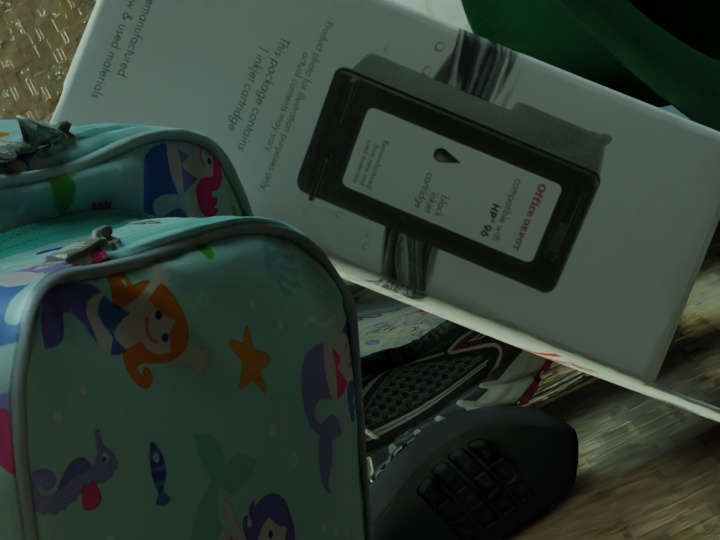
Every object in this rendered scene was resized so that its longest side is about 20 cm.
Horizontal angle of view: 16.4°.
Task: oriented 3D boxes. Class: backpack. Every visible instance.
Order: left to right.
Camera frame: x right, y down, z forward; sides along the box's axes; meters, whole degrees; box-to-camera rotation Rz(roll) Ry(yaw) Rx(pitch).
[{"bbox_3d":[-0.079,0.054,0.529,0.150,0.178,0.200,-1,12,19],"label":"backpack"}]

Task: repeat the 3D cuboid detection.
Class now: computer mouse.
[{"bbox_3d":[-0.023,0.087,0.690,0.200,0.034,0.059,-29,7,-24],"label":"computer mouse"}]

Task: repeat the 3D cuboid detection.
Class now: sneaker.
[{"bbox_3d":[-0.026,0.051,0.833,0.200,0.075,0.081,-26,4,-4],"label":"sneaker"}]

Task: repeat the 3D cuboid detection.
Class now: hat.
[{"bbox_3d":[0.039,-0.077,0.726,0.176,0.200,0.166,-29,42,41],"label":"hat"}]

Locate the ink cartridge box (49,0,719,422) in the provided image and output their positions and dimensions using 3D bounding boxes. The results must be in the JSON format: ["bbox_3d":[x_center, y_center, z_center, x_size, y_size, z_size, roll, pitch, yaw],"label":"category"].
[{"bbox_3d":[0.024,-0.023,0.650,0.116,0.200,0.068,-166,98,-86],"label":"ink cartridge box"}]

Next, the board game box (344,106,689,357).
[{"bbox_3d":[0.000,0.000,0.889,0.199,0.043,0.200,-10,-11,-12],"label":"board game box"}]

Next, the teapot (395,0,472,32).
[{"bbox_3d":[0.104,-0.137,1.093,0.146,0.198,0.200,-7,20,-21],"label":"teapot"}]
